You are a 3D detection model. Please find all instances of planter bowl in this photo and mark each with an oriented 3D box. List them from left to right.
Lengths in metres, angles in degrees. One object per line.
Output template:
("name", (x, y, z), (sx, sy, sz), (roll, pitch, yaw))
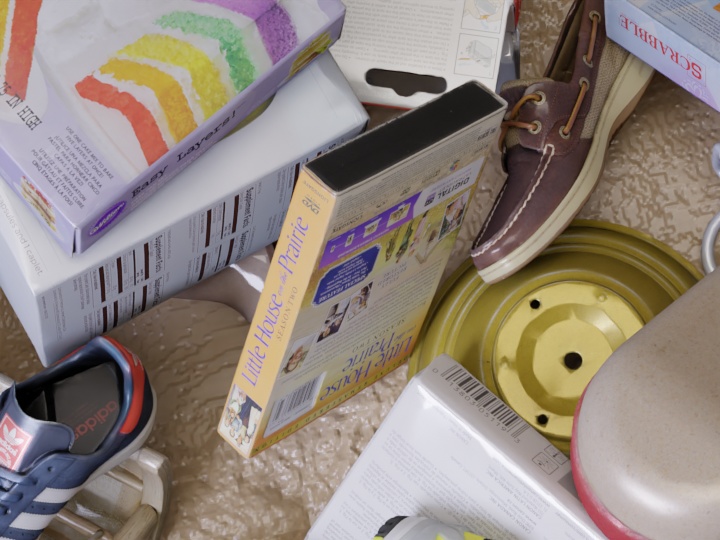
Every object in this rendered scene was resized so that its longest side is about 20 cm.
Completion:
("planter bowl", (0.123, 0.059, 1.324), (0.199, 0.083, 0.202), (-1, 77, 6))

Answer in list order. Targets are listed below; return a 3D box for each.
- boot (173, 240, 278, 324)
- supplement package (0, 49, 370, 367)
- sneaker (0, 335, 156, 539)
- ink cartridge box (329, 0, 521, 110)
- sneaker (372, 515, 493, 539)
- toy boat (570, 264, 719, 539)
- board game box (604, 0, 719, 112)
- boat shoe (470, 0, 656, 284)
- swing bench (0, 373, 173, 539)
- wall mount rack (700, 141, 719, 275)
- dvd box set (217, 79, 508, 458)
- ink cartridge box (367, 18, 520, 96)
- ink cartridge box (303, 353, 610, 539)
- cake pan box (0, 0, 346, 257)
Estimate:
("boot", (-0.122, -0.010, 1.363), (0.145, 0.070, 0.201), (-21, 90, -1))
("supplement package", (-0.130, -0.091, 1.251), (0.199, 0.147, 0.192), (-29, 79, -13))
("sneaker", (-0.190, 0.109, 1.224), (0.075, 0.085, 0.200), (36, 68, 15))
("ink cartridge box", (0.041, -0.182, 1.320), (0.108, 0.050, 0.201), (8, 79, 7))
("sneaker", (0.037, 0.234, 1.232), (0.076, 0.075, 0.201), (2, 86, 24))
("toy boat", (0.202, 0.089, 1.253), (0.200, 0.131, 0.130), (-35, 59, -28))
("board game box", (0.277, -0.149, 1.311), (0.199, 0.041, 0.200), (-34, 52, -21))
("boat shoe", (0.106, -0.082, 1.338), (0.072, 0.072, 0.201), (39, 65, -13))
("swing bench", (-0.238, 0.159, 1.316), (0.198, 0.130, 0.201), (27, 65, 12))
("wall mount rack", (0.301, -0.035, 1.330), (0.200, 0.075, 0.174), (-37, 77, -2))
("dvd box set", (0.000, 0.000, 1.269), (0.029, 0.201, 0.146), (40, 45, 22))
("ink cartridge box", (-0.004, -0.177, 1.392), (0.199, 0.085, 0.146), (-3, 78, 7))
("ink cartridge box", (0.051, 0.173, 1.302), (0.161, 0.050, 0.200), (40, 122, 13))
("cake pan box", (-0.137, -0.140, 1.162), (0.184, 0.052, 0.200), (-38, 81, -17))
